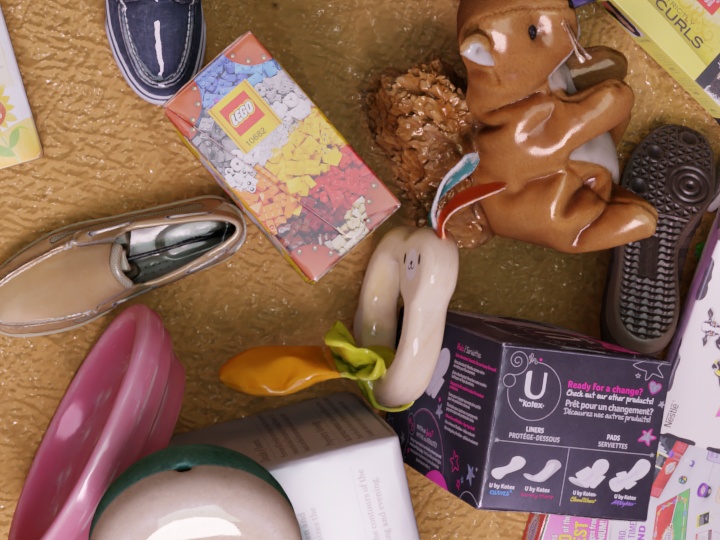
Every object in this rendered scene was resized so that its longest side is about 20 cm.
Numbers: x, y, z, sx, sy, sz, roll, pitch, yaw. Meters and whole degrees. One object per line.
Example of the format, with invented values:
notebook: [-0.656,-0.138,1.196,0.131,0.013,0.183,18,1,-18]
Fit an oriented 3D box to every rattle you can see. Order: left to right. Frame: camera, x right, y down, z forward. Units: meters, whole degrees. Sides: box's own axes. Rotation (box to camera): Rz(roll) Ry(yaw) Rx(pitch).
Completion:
rattle: [0.000,0.000,1.205,0.142,0.130,0.200,17,136,-6]

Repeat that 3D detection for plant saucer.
plant saucer: [-0.177,0.122,1.209,0.051,0.201,0.201,28,91,-17]

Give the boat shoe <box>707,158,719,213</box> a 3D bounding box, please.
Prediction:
boat shoe: [0.337,-0.111,1.329,0.063,0.073,0.200,40,84,-7]

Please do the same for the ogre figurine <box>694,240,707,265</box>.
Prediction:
ogre figurine: [0.352,0.033,1.333,0.120,0.098,0.200,-35,88,8]

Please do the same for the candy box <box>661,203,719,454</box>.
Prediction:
candy box: [0.327,0.063,1.264,0.199,0.072,0.168,17,119,5]

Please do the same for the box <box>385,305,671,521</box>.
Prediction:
box: [0.112,0.095,1.242,0.132,0.200,0.115,7,95,-19]

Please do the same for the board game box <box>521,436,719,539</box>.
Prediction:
board game box: [0.238,0.179,1.357,0.199,0.040,0.153,17,93,-10]

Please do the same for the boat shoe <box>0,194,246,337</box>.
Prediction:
boat shoe: [-0.178,-0.006,1.257,0.200,0.076,0.072,-24,99,-5]

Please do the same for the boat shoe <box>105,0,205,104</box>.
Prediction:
boat shoe: [-0.146,-0.216,1.227,0.071,0.091,0.201,-5,96,-8]

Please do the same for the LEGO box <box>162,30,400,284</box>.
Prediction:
LEGO box: [-0.054,-0.070,1.198,0.077,0.200,0.149,-41,91,-3]

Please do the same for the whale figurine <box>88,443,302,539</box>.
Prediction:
whale figurine: [-0.099,0.196,1.092,0.159,0.104,0.200,-9,120,-5]

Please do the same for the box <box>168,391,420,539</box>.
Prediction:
box: [-0.049,0.211,1.236,0.171,0.200,0.200,-14,97,-9]

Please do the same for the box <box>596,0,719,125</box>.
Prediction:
box: [0.233,-0.200,1.314,0.200,0.050,0.075,44,89,-10]

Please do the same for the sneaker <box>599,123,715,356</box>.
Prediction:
sneaker: [0.211,-0.017,1.312,0.070,0.076,0.200,20,60,0]

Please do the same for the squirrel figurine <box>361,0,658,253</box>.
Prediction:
squirrel figurine: [0.094,-0.111,1.241,0.199,0.142,0.187,-15,132,19]

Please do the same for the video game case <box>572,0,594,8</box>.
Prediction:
video game case: [0.068,-0.217,1.240,0.199,0.143,0.019,11,90,-10]

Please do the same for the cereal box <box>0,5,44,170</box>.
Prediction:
cereal box: [-0.319,-0.157,1.240,0.143,0.040,0.201,-15,97,-7]
